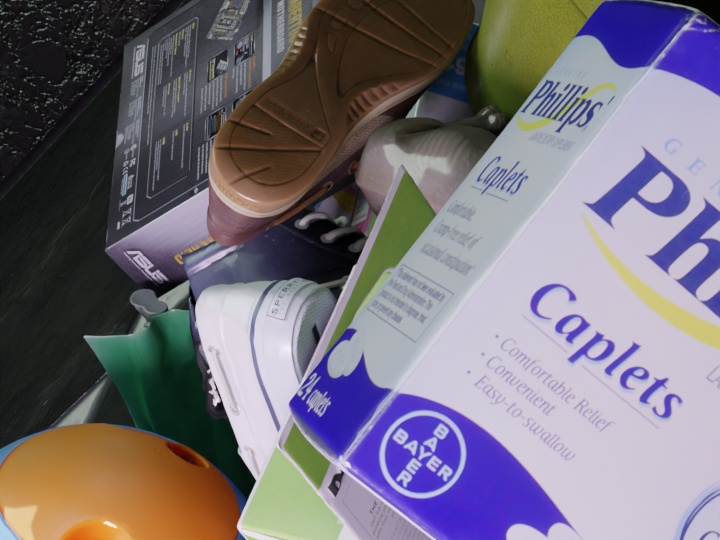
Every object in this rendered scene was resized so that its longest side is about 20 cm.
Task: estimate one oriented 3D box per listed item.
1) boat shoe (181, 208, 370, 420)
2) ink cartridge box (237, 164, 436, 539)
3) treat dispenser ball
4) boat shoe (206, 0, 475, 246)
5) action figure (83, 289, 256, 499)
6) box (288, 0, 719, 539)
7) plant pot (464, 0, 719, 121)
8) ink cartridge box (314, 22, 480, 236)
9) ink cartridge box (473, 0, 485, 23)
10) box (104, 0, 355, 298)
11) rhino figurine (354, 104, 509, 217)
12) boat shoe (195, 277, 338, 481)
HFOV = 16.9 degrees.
[{"bbox_3d":[0.000,0.000,1.241,0.199,0.093,0.075,-22,-15,7],"label":"boat shoe"},{"bbox_3d":[0.001,0.060,1.099,0.075,0.200,0.148,9,62,31],"label":"ink cartridge box"},{"bbox_3d":[-0.139,0.181,1.272,0.201,0.201,0.201,-47,14,16],"label":"treat dispenser ball"},{"bbox_3d":[-0.014,-0.083,1.253,0.200,0.072,0.072,-50,-10,-35],"label":"boat shoe"},{"bbox_3d":[-0.082,0.097,1.387,0.118,0.201,0.055,-14,31,-6],"label":"action figure"},{"bbox_3d":[0.110,0.035,0.874,0.200,0.184,0.105,-52,13,-2],"label":"box"},{"bbox_3d":[0.148,-0.134,1.228,0.201,0.200,0.193,-62,5,-36],"label":"plant pot"},{"bbox_3d":[0.032,-0.028,1.363,0.144,0.084,0.201,164,120,-69],"label":"ink cartridge box"},{"bbox_3d":[0.029,-0.147,1.548,0.199,0.085,0.146,-23,23,-28],"label":"ink cartridge box"},{"bbox_3d":[-0.069,-0.097,1.403,0.158,0.048,0.201,-30,36,22],"label":"box"},{"bbox_3d":[0.075,-0.035,1.167,0.087,0.060,0.200,-12,21,-35],"label":"rhino figurine"},{"bbox_3d":[-0.027,0.078,1.198,0.066,0.201,0.074,10,43,30],"label":"boat shoe"}]
